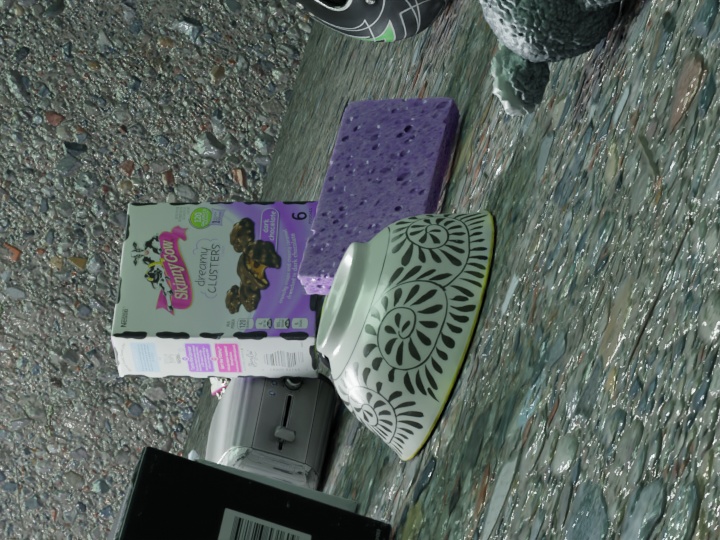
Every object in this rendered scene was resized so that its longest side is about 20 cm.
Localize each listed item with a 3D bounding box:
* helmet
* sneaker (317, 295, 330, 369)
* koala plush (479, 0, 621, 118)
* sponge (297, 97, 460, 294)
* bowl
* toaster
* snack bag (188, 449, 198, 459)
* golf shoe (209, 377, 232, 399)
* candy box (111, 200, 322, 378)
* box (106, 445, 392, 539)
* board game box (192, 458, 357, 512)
[{"bbox_3d":[0.019,-0.342,2.082,0.200,0.189,0.202,-36,-46,-49],"label":"helmet"},{"bbox_3d":[0.000,0.000,1.810,0.083,0.071,0.202,-92,22,-74],"label":"sneaker"},{"bbox_3d":[0.120,-0.219,1.274,0.178,0.182,0.202,-49,41,40],"label":"koala plush"},{"bbox_3d":[0.018,-0.069,1.727,0.030,0.110,0.202,57,-140,-48],"label":"sponge"},{"bbox_3d":[0.023,0.035,1.462,0.201,0.093,0.203,-162,90,-83],"label":"bowl"},{"bbox_3d":[-0.099,0.192,1.904,0.201,0.113,0.130,119,166,-45],"label":"toaster"},{"bbox_3d":[-0.150,0.304,1.943,0.189,0.021,0.202,-82,-22,-64],"label":"snack bag"},{"bbox_3d":[-0.128,0.079,1.995,0.200,0.074,0.093,108,149,-75],"label":"golf shoe"},{"bbox_3d":[-0.137,0.018,1.878,0.072,0.197,0.169,86,-176,-53],"label":"candy box"},{"bbox_3d":[-0.105,0.257,1.432,0.199,0.198,0.124,117,169,-46],"label":"box"},{"bbox_3d":[-0.098,0.223,1.680,0.200,0.146,0.065,134,152,-74],"label":"board game box"}]
